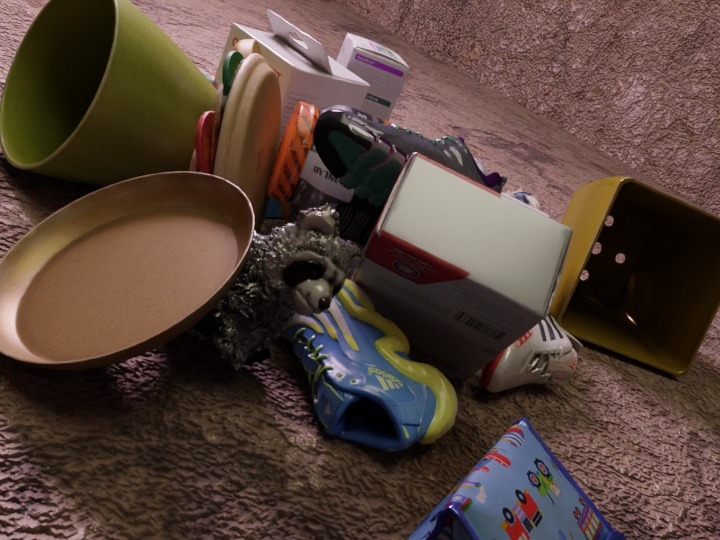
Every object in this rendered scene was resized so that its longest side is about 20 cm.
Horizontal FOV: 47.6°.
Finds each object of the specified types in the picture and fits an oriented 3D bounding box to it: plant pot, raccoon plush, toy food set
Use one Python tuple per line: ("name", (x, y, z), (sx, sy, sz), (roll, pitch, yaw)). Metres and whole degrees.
("plant pot", (-0.165, -0.001, 0.572), (0.196, 0.028, 0.202), (-9, 40, 8))
("raccoon plush", (-0.094, -0.024, 0.634), (0.200, 0.134, 0.097), (45, -4, 22))
("plant pot", (0.349, -0.011, 1.083), (0.197, 0.203, 0.177), (20, 12, -14))
("plant pot", (-0.220, -0.155, 0.816), (0.199, 0.188, 0.187), (24, 16, -49))
("toy food set", (-0.117, -0.109, 0.772), (0.048, 0.203, 0.199), (10, 27, 3))

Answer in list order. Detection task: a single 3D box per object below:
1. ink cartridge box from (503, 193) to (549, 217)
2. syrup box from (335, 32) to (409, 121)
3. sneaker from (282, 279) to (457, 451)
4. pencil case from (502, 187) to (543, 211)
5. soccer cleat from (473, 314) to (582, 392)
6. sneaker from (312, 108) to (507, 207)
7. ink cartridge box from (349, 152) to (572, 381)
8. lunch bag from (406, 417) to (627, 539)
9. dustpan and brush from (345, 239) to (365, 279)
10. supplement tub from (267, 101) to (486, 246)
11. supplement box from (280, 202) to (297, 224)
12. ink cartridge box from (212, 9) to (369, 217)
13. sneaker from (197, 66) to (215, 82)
("ink cartridge box", (0.164, -0.003, 0.944), (0.067, 0.118, 0.200), (27, 23, 4))
("syrup box", (-0.014, -0.190, 1.051), (0.080, 0.202, 0.079), (17, 22, -18))
("sneaker", (-0.016, 0.068, 0.645), (0.199, 0.077, 0.105), (35, 24, 18))
("pencil case", (0.182, -0.087, 1.199), (0.198, 0.078, 0.090), (6, 50, -40))
("soccer cleat", (0.177, 0.086, 0.831), (0.085, 0.069, 0.199), (32, 19, 16))
("sneaker", (0.047, -0.097, 0.726), (0.199, 0.074, 0.089), (33, 61, -25))
("ink cartridge box", (0.069, 0.007, 0.704), (0.144, 0.200, 0.084), (25, 66, -1))
("lunch bag", (0.121, 0.212, 0.489), (0.200, 0.094, 0.150), (45, 25, 13))
("dustpan and brush", (0.000, 0.000, 0.859), (0.198, 0.058, 0.139), (14, 14, -44))
("supplement tub", (0.015, -0.086, 0.810), (0.197, 0.124, 0.123), (19, 23, -15))
("supplement box", (-0.006, -0.073, 0.954), (0.199, 0.066, 0.070), (-17, 86, -58))
("ink cartridge box", (-0.092, -0.180, 0.942), (0.124, 0.202, 0.128), (-1, 33, -47))
("sneaker", (-0.200, -0.234, 1.132), (0.197, 0.072, 0.080), (18, 27, -7))
